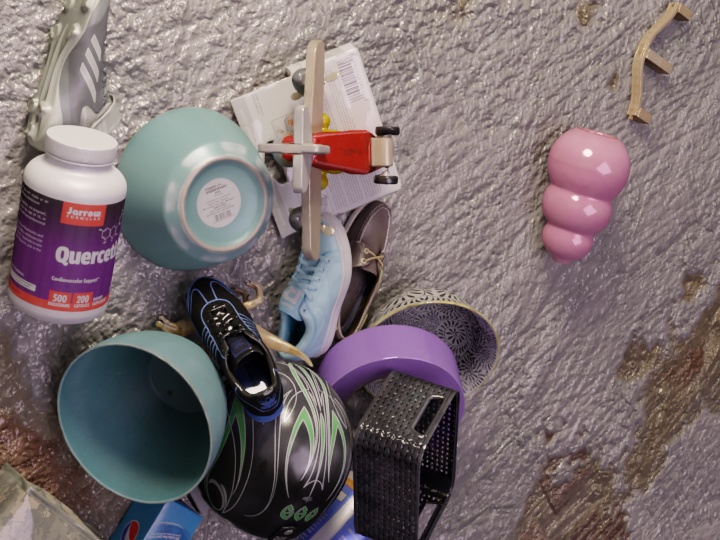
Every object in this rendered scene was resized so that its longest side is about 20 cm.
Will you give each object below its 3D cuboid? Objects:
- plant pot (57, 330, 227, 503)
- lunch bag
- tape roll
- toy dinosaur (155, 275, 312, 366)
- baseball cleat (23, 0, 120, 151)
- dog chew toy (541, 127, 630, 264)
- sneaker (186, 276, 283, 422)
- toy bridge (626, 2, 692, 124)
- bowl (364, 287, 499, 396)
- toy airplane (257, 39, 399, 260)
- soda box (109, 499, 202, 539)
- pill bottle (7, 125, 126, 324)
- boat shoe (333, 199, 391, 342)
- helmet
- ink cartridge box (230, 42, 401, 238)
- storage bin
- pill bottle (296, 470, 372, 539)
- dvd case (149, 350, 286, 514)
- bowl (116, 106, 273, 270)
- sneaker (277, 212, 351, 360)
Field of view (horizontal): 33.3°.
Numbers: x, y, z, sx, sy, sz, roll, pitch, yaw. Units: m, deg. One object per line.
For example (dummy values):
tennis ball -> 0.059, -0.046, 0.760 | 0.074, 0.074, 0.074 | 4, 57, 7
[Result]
plant pot -> -0.238, 0.153, 1.424 | 0.135, 0.198, 0.202 | -47, 133, -62
lunch bag -> -0.381, 0.351, 1.392 | 0.164, 0.117, 0.200 | -51, 120, -16
tape roll -> 0.038, 0.168, 1.620 | 0.198, 0.066, 0.202 | -4, 129, -5
toy dinosaur -> -0.154, 0.067, 1.503 | 0.198, 0.058, 0.102 | 11, 73, -8
baseball cleat -> -0.306, -0.223, 1.346 | 0.106, 0.070, 0.202 | 18, 100, -43
dog chew toy -> 0.327, -0.108, 1.802 | 0.124, 0.124, 0.202 | 5, 106, -37
sneaker -> -0.147, 0.081, 1.416 | 0.070, 0.201, 0.078 | -28, 159, -15
toy bridge -> 0.462, -0.331, 1.899 | 0.067, 0.027, 0.202 | 24, 87, -35
bowl -> 0.087, 0.089, 1.664 | 0.198, 0.095, 0.202 | -4, 131, -4
toy airplane -> -0.058, -0.143, 1.452 | 0.201, 0.140, 0.200 | -58, 135, -29
soda box -> -0.284, 0.372, 1.498 | 0.064, 0.068, 0.201 | 37, 78, -36
pill bottle -> -0.319, -0.051, 1.318 | 0.112, 0.112, 0.202 | -2, 116, -36
boat shoe -> 0.000, 0.000, 1.620 | 0.072, 0.059, 0.202 | 26, 86, -37
helmet -> -0.101, 0.215, 1.499 | 0.199, 0.200, 0.192 | 14, 108, -37
ink cartridge box -> -0.057, -0.166, 1.549 | 0.175, 0.045, 0.202 | -22, 115, -6
storage bin -> 0.058, 0.246, 1.538 | 0.135, 0.093, 0.201 | -54, 153, -45
pill bottle -> -0.051, 0.380, 1.645 | 0.200, 0.112, 0.113 | -43, 122, -19
dvd case -> -0.164, 0.200, 1.572 | 0.199, 0.025, 0.151 | -37, 120, -24
bowl -> -0.182, -0.087, 1.432 | 0.199, 0.105, 0.203 | -10, 108, -32
sneaker -> -0.065, 0.027, 1.548 | 0.082, 0.073, 0.202 | -18, 120, -52
